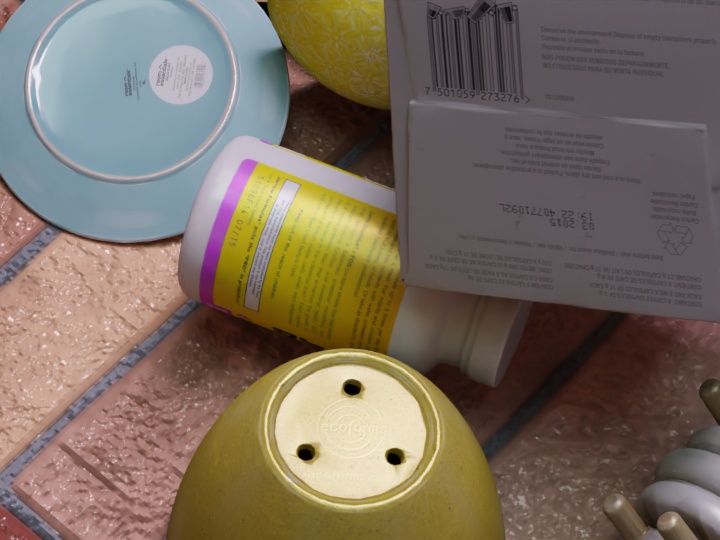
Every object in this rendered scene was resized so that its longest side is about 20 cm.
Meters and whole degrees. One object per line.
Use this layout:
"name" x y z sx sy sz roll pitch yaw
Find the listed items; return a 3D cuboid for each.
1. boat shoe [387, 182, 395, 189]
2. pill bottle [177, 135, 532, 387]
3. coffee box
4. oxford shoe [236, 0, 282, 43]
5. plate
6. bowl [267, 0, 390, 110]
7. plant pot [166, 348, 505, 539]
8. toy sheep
"boat shoe" 0.072 -0.056 1.634 0.200 0.072 0.066 -33 27 -8
"pill bottle" 0.000 0.000 1.536 0.199 0.105 0.105 21 57 10
"coffee box" 0.139 -0.113 1.437 0.198 0.201 0.198 7 32 20
"oxford shoe" -0.097 -0.201 1.710 0.199 0.071 0.072 24 63 9
"plate" -0.144 -0.115 1.648 0.198 0.026 0.202 -1 69 3
"bowl" 0.051 -0.159 1.616 0.199 0.201 0.108 -18 61 -16
"plant pot" -0.008 0.124 1.459 0.198 0.142 0.201 3 57 -4
"toy sheep" 0.212 0.150 1.470 0.138 0.138 0.200 39 75 20
